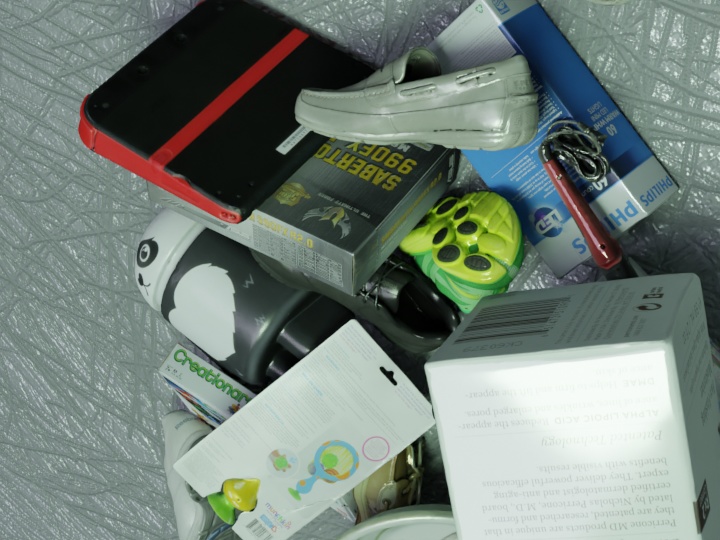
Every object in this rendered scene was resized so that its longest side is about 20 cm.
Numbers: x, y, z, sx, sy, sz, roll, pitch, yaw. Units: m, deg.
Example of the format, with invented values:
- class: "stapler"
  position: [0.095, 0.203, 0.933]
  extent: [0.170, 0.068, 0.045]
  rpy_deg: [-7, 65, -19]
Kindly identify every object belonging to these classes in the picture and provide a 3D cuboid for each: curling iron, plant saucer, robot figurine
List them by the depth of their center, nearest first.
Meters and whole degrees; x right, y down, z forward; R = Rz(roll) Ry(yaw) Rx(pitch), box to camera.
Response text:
- class: "curling iron"
  position: [0.183, -0.016, 1.179]
  extent: [0.049, 0.026, 0.201]
  rpy_deg: [-24, 91, 38]
- class: "plant saucer"
  position: [0.064, 0.251, 1.424]
  extent: [0.199, 0.050, 0.201]
  rpy_deg: [3, 137, 3]
- class: "robot figurine"
  position: [-0.103, 0.019, 1.432]
  extent: [0.200, 0.125, 0.151]
  rpy_deg: [37, 97, 15]

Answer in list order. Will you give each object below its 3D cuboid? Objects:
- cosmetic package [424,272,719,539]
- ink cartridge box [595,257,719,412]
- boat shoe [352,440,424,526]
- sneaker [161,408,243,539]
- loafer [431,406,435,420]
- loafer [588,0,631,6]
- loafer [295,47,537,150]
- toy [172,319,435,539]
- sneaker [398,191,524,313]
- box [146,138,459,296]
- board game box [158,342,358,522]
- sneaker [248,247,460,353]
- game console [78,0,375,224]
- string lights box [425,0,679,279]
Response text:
- class: "cosmetic package"
  position: [0.156, 0.125, 1.126]
  extent: [0.164, 0.165, 0.201]
  rpy_deg: [-7, 104, 20]
- class: "ink cartridge box"
  position: [0.213, 0.110, 1.246]
  extent: [0.200, 0.085, 0.145]
  rpy_deg: [47, 109, 9]
- class: "boat shoe"
  position: [0.033, 0.202, 1.469]
  extent: [0.062, 0.073, 0.201]
  rpy_deg: [19, 135, 18]
- class: "sneaker"
  position: [-0.153, 0.216, 1.616]
  extent: [0.087, 0.074, 0.201]
  rpy_deg: [45, 144, 43]
- class: "loafer"
  position: [0.132, 0.168, 1.293]
  extent: [0.201, 0.070, 0.068]
  rpy_deg: [45, 109, 3]
- class: "loafer"
  position: [0.109, -0.241, 1.179]
  extent: [0.199, 0.070, 0.070]
  rpy_deg: [30, 127, 21]
- class: "loafer"
  position: [0.039, -0.128, 1.209]
  extent: [0.199, 0.070, 0.070]
  rpy_deg: [5, 102, 32]
- class: "toy"
  position: [-0.046, 0.137, 1.389]
  extent: [0.200, 0.047, 0.115]
  rpy_deg: [-40, 105, 8]
- class: "sneaker"
  position: [0.091, -0.012, 1.273]
  extent: [0.084, 0.074, 0.200]
  rpy_deg: [46, 176, -12]
- class: "box"
  position: [-0.046, -0.081, 1.310]
  extent: [0.199, 0.158, 0.049]
  rpy_deg: [25, 140, 22]
- class: "board game box"
  position: [-0.084, 0.149, 1.501]
  extent: [0.199, 0.035, 0.126]
  rpy_deg: [32, 166, 20]
- class: "sneaker"
  position: [0.000, 0.000, 1.331]
  extent: [0.199, 0.076, 0.091]
  rpy_deg: [28, 175, -12]
- class: "game console"
  position: [-0.105, -0.132, 1.310]
  extent: [0.176, 0.200, 0.031]
  rpy_deg: [30, 145, 19]
- class: "string lights box"
  position: [0.133, -0.105, 1.239]
  extent: [0.200, 0.059, 0.103]
  rpy_deg: [53, 132, 2]
